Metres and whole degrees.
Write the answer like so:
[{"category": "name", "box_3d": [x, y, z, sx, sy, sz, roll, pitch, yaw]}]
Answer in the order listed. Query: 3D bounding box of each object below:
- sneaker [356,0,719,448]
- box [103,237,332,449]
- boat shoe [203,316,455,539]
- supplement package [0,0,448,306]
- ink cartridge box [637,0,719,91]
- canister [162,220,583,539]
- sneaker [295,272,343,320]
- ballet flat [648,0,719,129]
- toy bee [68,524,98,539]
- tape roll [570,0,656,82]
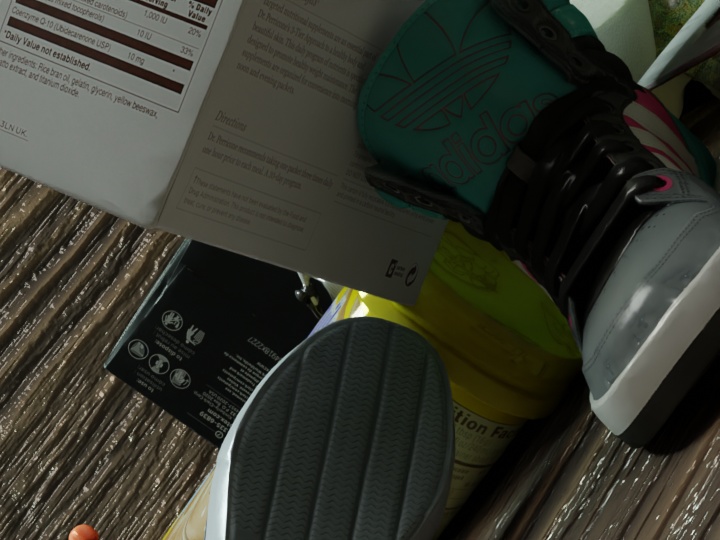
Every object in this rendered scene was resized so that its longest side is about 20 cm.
[{"category": "sneaker", "box_3d": [0.055, -0.027, 0.739, 0.084, 0.121, 0.200, -53, 3, 11]}, {"category": "box", "box_3d": [-0.014, 0.005, 1.336, 0.125, 0.148, 0.200, -54, 2, 30]}, {"category": "boat shoe", "box_3d": [-0.024, 0.104, 0.813, 0.067, 0.073, 0.201, 113, 180, -50]}, {"category": "supplement package", "box_3d": [-0.041, -0.116, 0.800, 0.191, 0.146, 0.201, 18, -86, -66]}, {"category": "ink cartridge box", "box_3d": [0.165, -0.116, 0.801, 0.177, 0.045, 0.200, -52, 2, -2]}, {"category": "canister", "box_3d": [0.000, 0.065, 0.963, 0.200, 0.086, 0.149, -54, 3, 22]}, {"category": "sneaker", "box_3d": [0.000, 0.000, 1.081, 0.075, 0.081, 0.201, 173, 96, -80]}, {"category": "ballet flat", "box_3d": [0.110, -0.070, 1.079, 0.071, 0.071, 0.200, -54, 2, -23]}, {"category": "toy bee", "box_3d": [-0.102, 0.171, 1.187, 0.131, 0.108, 0.200, -55, 2, -8]}, {"category": "tape roll", "box_3d": [0.011, -0.081, 0.978, 0.202, 0.037, 0.203, -11, 24, 5]}]
